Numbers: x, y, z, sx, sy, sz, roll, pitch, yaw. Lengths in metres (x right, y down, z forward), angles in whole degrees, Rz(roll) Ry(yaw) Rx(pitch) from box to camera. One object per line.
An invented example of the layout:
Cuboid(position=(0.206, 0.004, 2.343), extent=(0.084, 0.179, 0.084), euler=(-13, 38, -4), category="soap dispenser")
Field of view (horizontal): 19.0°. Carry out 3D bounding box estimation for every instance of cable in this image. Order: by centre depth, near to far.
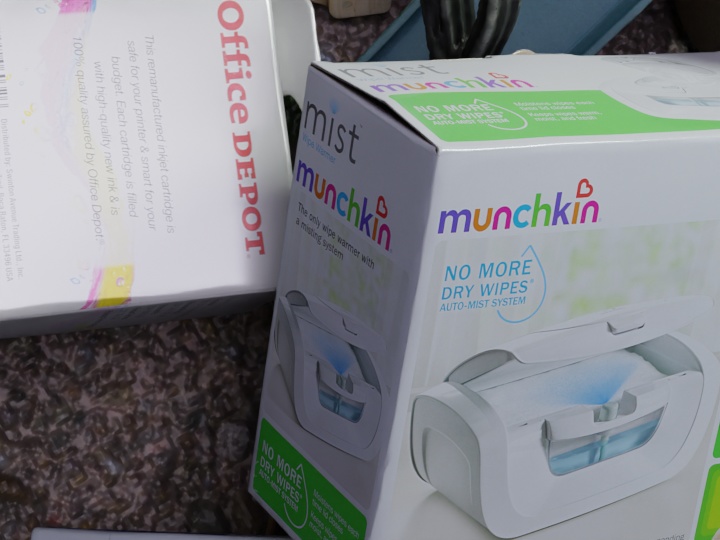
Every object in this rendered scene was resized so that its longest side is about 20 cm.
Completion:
Cuboid(position=(0.026, -0.065, 0.858), extent=(0.050, 0.200, 0.098), euler=(-24, 77, -17), category="cable")

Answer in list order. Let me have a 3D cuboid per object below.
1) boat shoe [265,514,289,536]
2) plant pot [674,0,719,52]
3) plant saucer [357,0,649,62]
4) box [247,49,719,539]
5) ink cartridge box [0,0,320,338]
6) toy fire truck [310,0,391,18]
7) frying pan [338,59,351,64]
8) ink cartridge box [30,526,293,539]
Cuboid(position=(-0.003, 0.171, 0.895), extent=(0.070, 0.070, 0.201), euler=(1, 82, -14), category="boat shoe")
Cuboid(position=(0.210, -0.159, 0.907), extent=(0.186, 0.200, 0.188), euler=(5, 67, -13), category="plant pot")
Cuboid(position=(0.071, -0.114, 0.885), extent=(0.070, 0.200, 0.019), euler=(41, 46, -5), category="plant saucer")
Cuboid(position=(0.073, 0.014, 0.803), extent=(0.199, 0.097, 0.178), euler=(-4, 115, -31), category="box")
Cuboid(position=(-0.113, -0.041, 0.863), extent=(0.199, 0.125, 0.129), euler=(-5, 85, -15), category="ink cartridge box")
Cuboid(position=(0.011, -0.151, 0.920), extent=(0.199, 0.141, 0.049), euler=(25, 39, -42), category="toy fire truck")
Cuboid(position=(0.006, -0.005, 0.854), extent=(0.031, 0.115, 0.191), euler=(19, 116, 15), category="frying pan")
Cuboid(position=(-0.044, 0.204, 0.846), extent=(0.198, 0.041, 0.201), euler=(-2, 83, 20), category="ink cartridge box")
